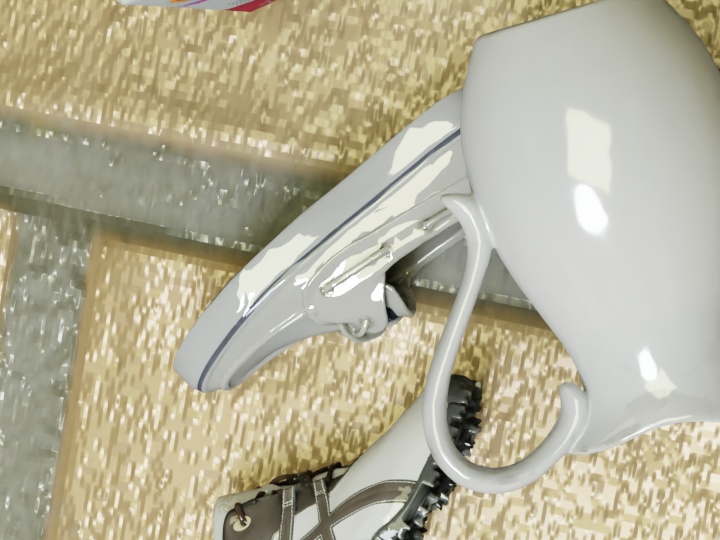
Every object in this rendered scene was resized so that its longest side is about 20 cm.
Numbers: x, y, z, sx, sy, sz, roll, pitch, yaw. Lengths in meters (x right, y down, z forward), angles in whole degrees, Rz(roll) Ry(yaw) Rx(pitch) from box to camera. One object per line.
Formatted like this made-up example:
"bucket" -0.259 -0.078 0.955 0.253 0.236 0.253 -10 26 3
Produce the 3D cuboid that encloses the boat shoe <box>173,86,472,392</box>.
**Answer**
"boat shoe" 0.000 0.000 1.371 0.200 0.072 0.066 -41 79 5

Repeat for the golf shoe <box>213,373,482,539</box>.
"golf shoe" -0.021 0.120 1.379 0.094 0.078 0.200 37 101 9

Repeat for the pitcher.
"pitcher" 0.093 -0.011 1.286 0.171 0.121 0.201 -16 94 -9

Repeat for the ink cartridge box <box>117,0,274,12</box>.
"ink cartridge box" -0.044 -0.207 1.295 0.145 0.200 0.145 -22 88 15

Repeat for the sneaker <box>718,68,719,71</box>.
"sneaker" 0.202 -0.063 1.319 0.085 0.077 0.201 4 88 24
